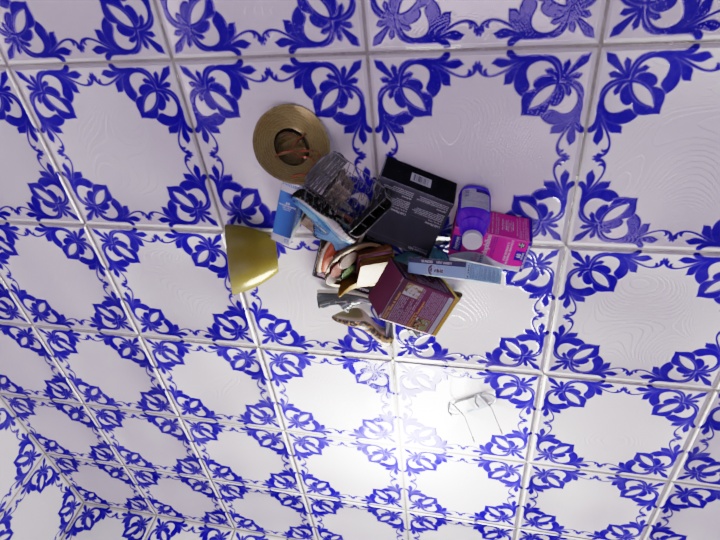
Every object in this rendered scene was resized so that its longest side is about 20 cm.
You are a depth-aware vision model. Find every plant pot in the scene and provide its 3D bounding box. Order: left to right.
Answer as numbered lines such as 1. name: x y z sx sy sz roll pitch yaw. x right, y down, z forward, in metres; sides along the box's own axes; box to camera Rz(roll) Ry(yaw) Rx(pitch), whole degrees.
1. plant pot: -0.313 -0.039 1.573 0.139 0.202 0.203 -7 132 -12

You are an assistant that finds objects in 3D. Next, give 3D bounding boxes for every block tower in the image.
1. block tower: -0.090 -0.180 1.463 0.057 0.054 0.200 33 130 -14

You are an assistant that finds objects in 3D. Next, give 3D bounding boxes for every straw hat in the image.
1. straw hat: -0.174 -0.304 1.358 0.198 0.204 0.085 27 174 -8

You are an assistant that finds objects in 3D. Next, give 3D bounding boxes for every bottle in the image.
1. bottle: 0.273 -0.129 1.306 0.082 0.202 0.066 7 131 7

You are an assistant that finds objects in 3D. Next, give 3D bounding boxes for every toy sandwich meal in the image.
1. toy sandwich meal: 0.000 0.000 1.461 0.202 0.071 0.206 -22 151 -12

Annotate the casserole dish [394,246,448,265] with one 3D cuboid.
1. casserole dish: 0.159 0.001 1.554 0.197 0.039 0.122 -22 121 28

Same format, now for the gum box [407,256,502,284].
1. gum box: 0.246 0.001 1.396 0.168 0.046 0.198 7 179 40

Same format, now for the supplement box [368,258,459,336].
1. supplement box: 0.140 0.074 1.438 0.197 0.104 0.132 21 112 -29

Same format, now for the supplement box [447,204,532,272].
1. supplement box: 0.332 -0.084 1.394 0.196 0.104 0.102 13 133 7

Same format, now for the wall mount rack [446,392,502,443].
1. wall mount rack: 0.398 0.507 1.879 0.198 0.075 0.174 -28 117 33

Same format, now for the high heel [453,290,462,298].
1. high heel: 0.194 0.076 1.545 0.141 0.073 0.198 -25 155 35

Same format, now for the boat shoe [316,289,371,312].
1. boat shoe: -0.044 0.096 1.652 0.196 0.063 0.073 5 174 20

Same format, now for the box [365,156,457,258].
1. box: 0.121 -0.160 1.387 0.197 0.105 0.184 21 130 -2

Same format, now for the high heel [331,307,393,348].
1. high heel: 0.009 0.193 1.717 0.195 0.072 0.145 0 123 3

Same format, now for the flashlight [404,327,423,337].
1. flashlight: 0.120 0.122 1.651 0.067 0.068 0.201 -25 123 21

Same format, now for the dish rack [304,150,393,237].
1. dish rack: -0.035 -0.186 1.298 0.198 0.055 0.153 33 129 -20

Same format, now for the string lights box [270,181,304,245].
1. string lights box: -0.185 -0.180 1.456 0.058 0.104 0.202 19 131 0

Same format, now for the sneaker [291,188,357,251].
1. sneaker: -0.103 -0.119 1.372 0.200 0.079 0.090 42 119 -16

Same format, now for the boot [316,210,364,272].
1. boot: -0.054 -0.059 1.481 0.106 0.076 0.202 23 126 -8

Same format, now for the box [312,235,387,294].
1. box: -0.029 -0.037 1.569 0.196 0.050 0.201 19 130 0
